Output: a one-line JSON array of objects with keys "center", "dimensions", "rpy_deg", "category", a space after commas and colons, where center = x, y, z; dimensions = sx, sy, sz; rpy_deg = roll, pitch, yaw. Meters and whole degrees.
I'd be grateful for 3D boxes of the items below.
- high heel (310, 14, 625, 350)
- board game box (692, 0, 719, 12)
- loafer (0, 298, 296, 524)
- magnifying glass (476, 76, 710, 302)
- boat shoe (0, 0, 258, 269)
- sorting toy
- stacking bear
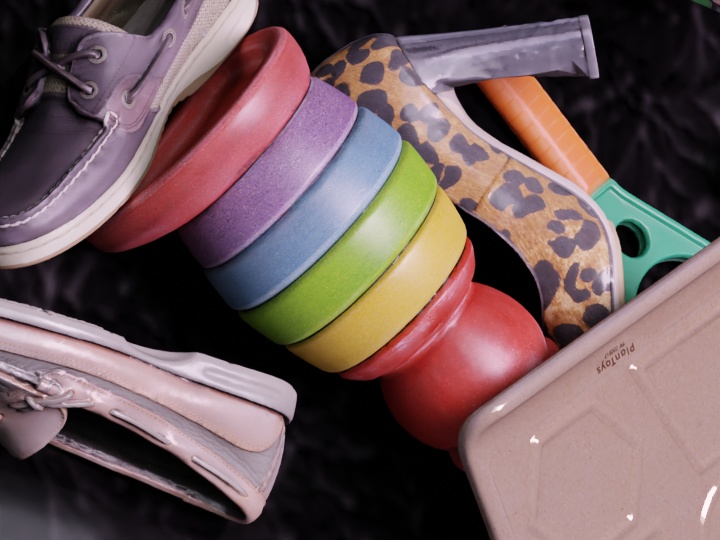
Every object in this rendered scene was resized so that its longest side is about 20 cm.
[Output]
[{"center": [0.047, -0.012, 1.350], "dimensions": [0.142, 0.071, 0.201], "rpy_deg": [-7, 89, 3], "category": "high heel"}, {"center": [0.186, -0.214, 1.455], "dimensions": [0.134, 0.029, 0.200], "rpy_deg": [25, 56, 26], "category": "board game box"}, {"center": [-0.120, 0.056, 1.231], "dimensions": [0.200, 0.072, 0.063], "rpy_deg": [15, 74, -25], "category": "loafer"}, {"center": [0.122, -0.020, 1.406], "dimensions": [0.080, 0.022, 0.200], "rpy_deg": [-38, 94, -31], "category": "magnifying glass"}, {"center": [-0.114, -0.083, 1.266], "dimensions": [0.200, 0.072, 0.065], "rpy_deg": [-54, 136, -34], "category": "boat shoe"}, {"center": [0.131, 0.104, 1.321], "dimensions": [0.185, 0.036, 0.200], "rpy_deg": [-33, 117, -31], "category": "sorting toy"}, {"center": [0.000, 0.000, 1.289], "dimensions": [0.200, 0.114, 0.122], "rpy_deg": [43, 62, -14], "category": "stacking bear"}]
